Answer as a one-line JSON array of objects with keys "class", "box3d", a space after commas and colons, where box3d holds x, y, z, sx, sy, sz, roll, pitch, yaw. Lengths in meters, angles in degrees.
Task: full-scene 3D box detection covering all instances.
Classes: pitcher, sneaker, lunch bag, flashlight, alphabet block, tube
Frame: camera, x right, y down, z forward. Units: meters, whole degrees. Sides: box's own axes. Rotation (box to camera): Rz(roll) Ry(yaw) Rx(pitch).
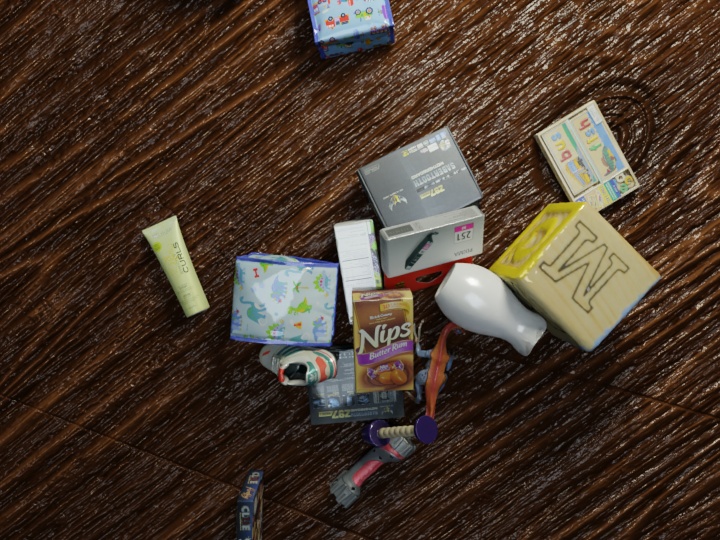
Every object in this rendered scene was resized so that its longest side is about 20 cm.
[{"class": "pitcher", "box3d": [0.249, 0.069, 1.231, 0.200, 0.172, 0.122, 31, 98, 1]}, {"class": "sneaker", "box3d": [-0.145, 0.184, 1.241, 0.199, 0.093, 0.071, 7, 103, 37]}, {"class": "lunch bag", "box3d": [-0.145, 0.058, 1.247, 0.199, 0.127, 0.171, 5, 97, 9]}, {"class": "flashlight", "box3d": [0.026, 0.418, 1.326, 0.068, 0.068, 0.200, 43, 94, -8]}, {"class": "alphabet block", "box3d": [0.399, 0.006, 1.204, 0.200, 0.195, 0.196, 43, 89, -7]}, {"class": "tube", "box3d": [-0.372, -0.004, 1.279, 0.058, 0.052, 0.201, -24, 93, -37]}, {"class": "lunch bag", "box3d": [-0.027, -0.529, 1.195, 0.150, 0.094, 0.201, -11, 88, 4]}]

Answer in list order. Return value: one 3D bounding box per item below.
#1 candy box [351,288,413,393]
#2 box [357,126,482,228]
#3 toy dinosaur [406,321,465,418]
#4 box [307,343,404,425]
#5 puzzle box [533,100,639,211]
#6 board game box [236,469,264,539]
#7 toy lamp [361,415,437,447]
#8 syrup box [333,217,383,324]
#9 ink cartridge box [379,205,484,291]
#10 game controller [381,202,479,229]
[{"class": "candy box", "box3d": [0.043, 0.137, 1.223, 0.116, 0.056, 0.201, -3, 109, -2]}, {"class": "box", "box3d": [0.114, -0.165, 1.225, 0.199, 0.051, 0.158, -25, 86, -2]}, {"class": "toy dinosaur", "box3d": [0.166, 0.193, 1.260, 0.105, 0.200, 0.182, 6, 130, -16]}, {"class": "box", "box3d": [-0.012, 0.233, 1.308, 0.199, 0.051, 0.158, -6, 97, 0]}, {"class": "puzzle box", "box3d": [0.454, -0.220, 1.261, 0.133, 0.025, 0.200, -31, 97, 5]}, {"class": "board game box", "box3d": [-0.230, 0.541, 1.307, 0.034, 0.136, 0.201, 3, 98, -1]}, {"class": "toy lamp", "box3d": [0.069, 0.319, 1.240, 0.058, 0.200, 0.058, 12, 67, -30]}, {"class": "syrup box", "box3d": [0.000, 0.000, 1.263, 0.081, 0.079, 0.201, -10, 98, 1]}, {"class": "ink cartridge box", "box3d": [0.139, -0.023, 1.216, 0.199, 0.044, 0.174, -15, 129, -11]}, {"class": "game controller", "box3d": [0.142, -0.111, 1.274, 0.199, 0.042, 0.105, 2, 83, -1]}]
